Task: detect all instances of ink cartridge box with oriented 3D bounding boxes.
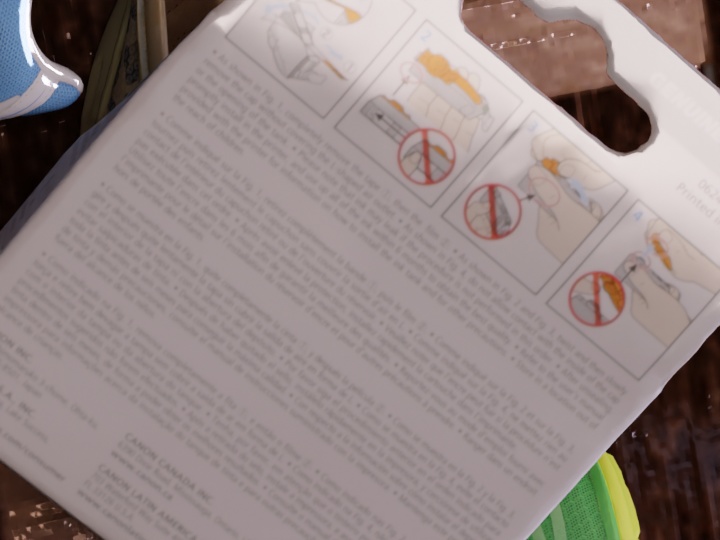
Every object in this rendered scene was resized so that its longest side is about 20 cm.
[{"bbox_3d":[0.000,0.000,0.728,0.160,0.047,0.200,39,99,-11],"label":"ink cartridge box"}]

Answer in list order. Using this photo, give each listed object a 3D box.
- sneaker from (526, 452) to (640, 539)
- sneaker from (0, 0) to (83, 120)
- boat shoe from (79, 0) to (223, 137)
[{"bbox_3d":[0.025,0.135,0.803,0.083,0.074,0.200,21,87,-24],"label":"sneaker"},{"bbox_3d":[-0.093,-0.140,0.746,0.072,0.072,0.200,9,93,-20],"label":"sneaker"},{"bbox_3d":[-0.031,-0.107,0.773,0.073,0.063,0.200,8,91,-20],"label":"boat shoe"}]
